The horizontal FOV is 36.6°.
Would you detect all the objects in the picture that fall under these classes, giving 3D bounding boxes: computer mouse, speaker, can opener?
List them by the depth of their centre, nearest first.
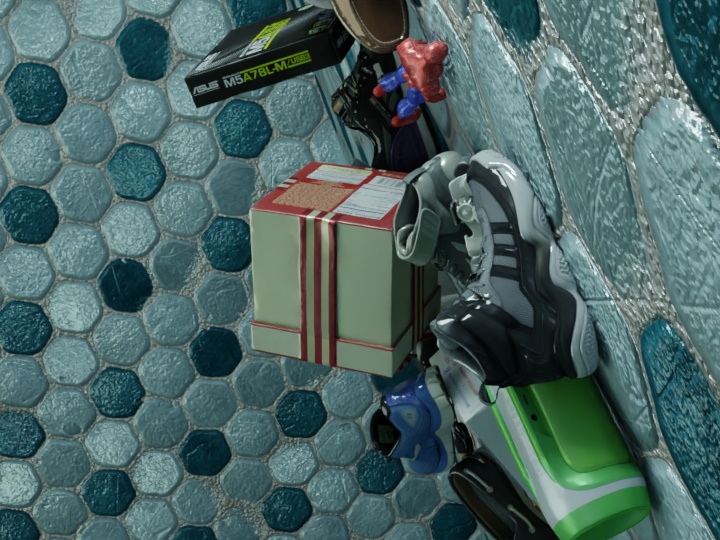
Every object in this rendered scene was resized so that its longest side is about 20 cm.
[{"bbox_3d":[0.157,0.116,0.882,0.089,0.088,0.201,72,177,-62],"label":"speaker"},{"bbox_3d":[0.131,-0.008,0.996,0.067,0.052,0.201,-51,-52,-52],"label":"can opener"},{"bbox_3d":[0.095,0.151,1.281,0.059,0.034,0.201,-128,18,-68],"label":"computer mouse"}]

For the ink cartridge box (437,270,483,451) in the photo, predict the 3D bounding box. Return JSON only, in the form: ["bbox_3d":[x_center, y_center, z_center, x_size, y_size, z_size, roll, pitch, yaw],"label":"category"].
[{"bbox_3d":[0.139,0.107,1.326,0.146,0.083,0.202,-120,9,-78],"label":"ink cartridge box"}]

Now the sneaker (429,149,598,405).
[{"bbox_3d":[0.099,0.005,0.852,0.076,0.113,0.201,74,174,-69],"label":"sneaker"}]

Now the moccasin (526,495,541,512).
[{"bbox_3d":[0.205,0.265,1.313,0.202,0.077,0.074,-113,0,-48],"label":"moccasin"}]

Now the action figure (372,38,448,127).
[{"bbox_3d":[0.054,-0.187,1.051,0.066,0.051,0.200,63,173,-1],"label":"action figure"}]

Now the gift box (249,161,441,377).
[{"bbox_3d":[0.000,0.000,1.164,0.200,0.183,0.188,-38,-45,-55],"label":"gift box"}]

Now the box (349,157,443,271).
[{"bbox_3d":[0.050,-0.063,1.321,0.159,0.044,0.200,31,177,1],"label":"box"}]

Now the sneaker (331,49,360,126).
[{"bbox_3d":[0.003,-0.230,1.441,0.200,0.086,0.081,79,168,-77],"label":"sneaker"}]

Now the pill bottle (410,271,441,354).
[{"bbox_3d":[0.099,0.055,1.491,0.200,0.112,0.113,-117,5,-77],"label":"pill bottle"}]

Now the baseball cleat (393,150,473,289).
[{"bbox_3d":[0.089,-0.013,1.053,0.070,0.106,0.201,21,137,61],"label":"baseball cleat"}]

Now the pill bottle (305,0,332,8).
[{"bbox_3d":[-0.043,-0.347,1.187,0.200,0.103,0.105,-115,3,-69],"label":"pill bottle"}]

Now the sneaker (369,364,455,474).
[{"bbox_3d":[0.053,0.169,1.184,0.201,0.088,0.079,80,175,-57],"label":"sneaker"}]

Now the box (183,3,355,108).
[{"bbox_3d":[-0.096,-0.275,1.329,0.200,0.191,0.048,-68,-37,-59],"label":"box"}]

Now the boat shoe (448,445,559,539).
[{"bbox_3d":[0.174,0.287,1.203,0.201,0.060,0.074,54,141,15],"label":"boat shoe"}]

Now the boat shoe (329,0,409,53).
[{"bbox_3d":[-0.005,-0.306,1.044,0.072,0.075,0.201,170,77,-86],"label":"boat shoe"}]

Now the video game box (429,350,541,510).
[{"bbox_3d":[0.164,0.182,1.169,0.200,0.047,0.182,49,-174,-16],"label":"video game box"}]

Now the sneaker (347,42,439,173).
[{"bbox_3d":[0.018,-0.205,1.262,0.076,0.087,0.202,-173,62,-88],"label":"sneaker"}]

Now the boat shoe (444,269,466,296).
[{"bbox_3d":[0.136,0.062,1.188,0.072,0.065,0.201,-115,4,-55],"label":"boat shoe"}]
